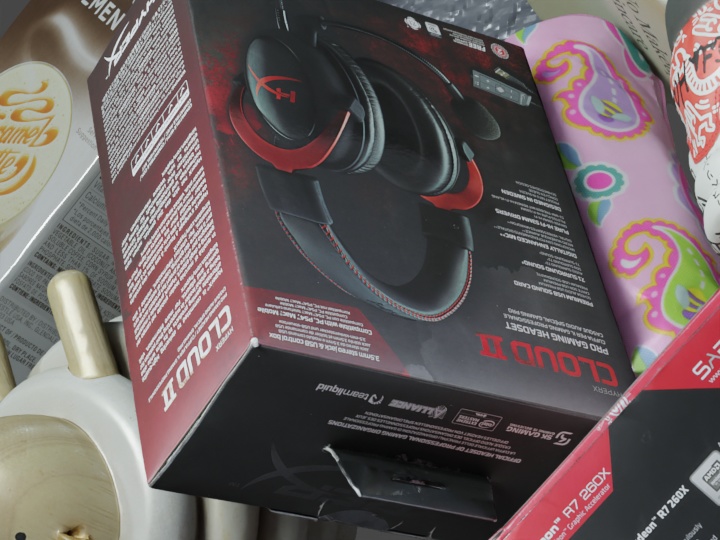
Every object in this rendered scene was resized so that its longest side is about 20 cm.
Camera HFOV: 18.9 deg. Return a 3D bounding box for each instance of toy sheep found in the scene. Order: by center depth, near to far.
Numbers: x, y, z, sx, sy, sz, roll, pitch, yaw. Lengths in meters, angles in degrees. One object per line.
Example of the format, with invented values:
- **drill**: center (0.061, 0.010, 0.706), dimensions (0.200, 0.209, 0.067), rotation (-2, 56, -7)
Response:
- **toy sheep**: center (-0.066, 0.073, 0.753), dimensions (0.137, 0.199, 0.139), rotation (-1, 89, 41)

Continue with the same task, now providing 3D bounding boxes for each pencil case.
- **pencil case**: center (0.095, -0.001, 0.784), dimensions (0.087, 0.087, 0.201), rotation (-29, 47, 12)

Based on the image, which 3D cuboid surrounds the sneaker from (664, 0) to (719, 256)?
- **sneaker**: center (0.191, -0.028, 0.686), dimensions (0.067, 0.200, 0.108), rotation (124, 153, -49)

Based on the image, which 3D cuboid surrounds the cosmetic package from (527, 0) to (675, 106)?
- **cosmetic package**: center (0.131, -0.113, 0.829), dimensions (0.073, 0.104, 0.200), rotation (-45, 44, -3)

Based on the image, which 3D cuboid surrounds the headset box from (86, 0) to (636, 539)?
- **headset box**: center (0.000, 0.000, 0.710), dimensions (0.075, 0.148, 0.201), rotation (-52, 36, 37)

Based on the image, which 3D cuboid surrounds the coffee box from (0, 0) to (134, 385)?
- **coffee box**: center (-0.113, -0.028, 0.840), dimensions (0.200, 0.080, 0.114), rotation (-52, 41, 2)

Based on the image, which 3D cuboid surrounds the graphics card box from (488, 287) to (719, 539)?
- **graphics card box**: center (0.146, 0.108, 0.621), dimensions (0.200, 0.051, 0.125), rotation (40, 74, 16)
